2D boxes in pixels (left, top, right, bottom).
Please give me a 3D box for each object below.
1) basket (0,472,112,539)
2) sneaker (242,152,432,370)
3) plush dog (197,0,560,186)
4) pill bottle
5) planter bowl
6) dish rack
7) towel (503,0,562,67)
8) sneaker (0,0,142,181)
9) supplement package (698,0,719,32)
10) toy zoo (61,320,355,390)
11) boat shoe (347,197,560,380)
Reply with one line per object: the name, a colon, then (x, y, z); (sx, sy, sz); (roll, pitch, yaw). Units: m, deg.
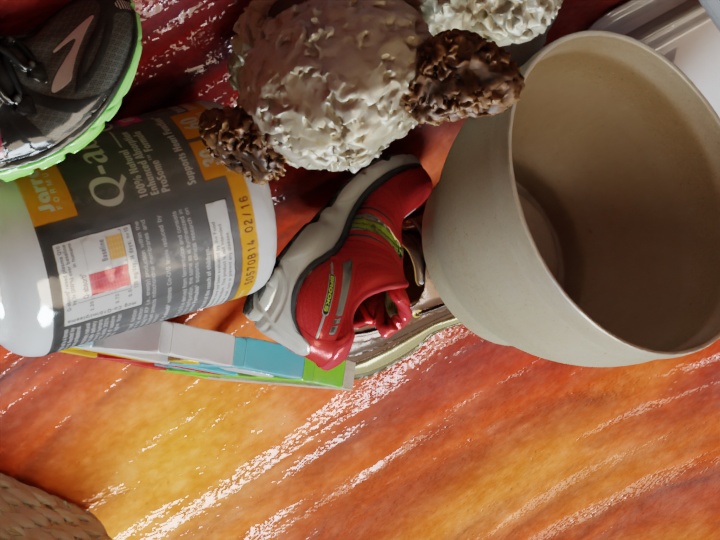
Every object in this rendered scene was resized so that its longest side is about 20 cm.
basket: (-0.239, 0.215, 1.505); (0.123, 0.136, 0.200); (-43, 145, 11)
sneaker: (0.000, 0.000, 1.418); (0.077, 0.085, 0.200); (-49, 180, 39)
plush dog: (-0.006, -0.126, 1.219); (0.200, 0.172, 0.161); (-18, 136, 20)
pill bottle: (-0.156, -0.018, 1.297); (0.200, 0.116, 0.116); (-16, 143, -23)
planter bowl: (0.122, -0.028, 1.416); (0.200, 0.201, 0.135); (2, 163, -40)
dish rack: (0.241, -0.137, 1.534); (0.200, 0.044, 0.172); (-29, 145, -7)
towel: (0.070, -0.173, 1.361); (0.132, 0.034, 0.200); (-8, 140, -35)
sneaker: (-0.202, -0.090, 1.211); (0.200, 0.077, 0.084); (-31, 145, -8)
supplement package: (0.246, -0.194, 1.308); (0.121, 0.120, 0.200); (-35, -171, 4)
toy zoo: (-0.116, 0.047, 1.419); (0.200, 0.131, 0.021); (14, 81, -46)
boat shoe: (0.050, -0.003, 1.521); (0.200, 0.072, 0.068); (-33, 148, 5)
